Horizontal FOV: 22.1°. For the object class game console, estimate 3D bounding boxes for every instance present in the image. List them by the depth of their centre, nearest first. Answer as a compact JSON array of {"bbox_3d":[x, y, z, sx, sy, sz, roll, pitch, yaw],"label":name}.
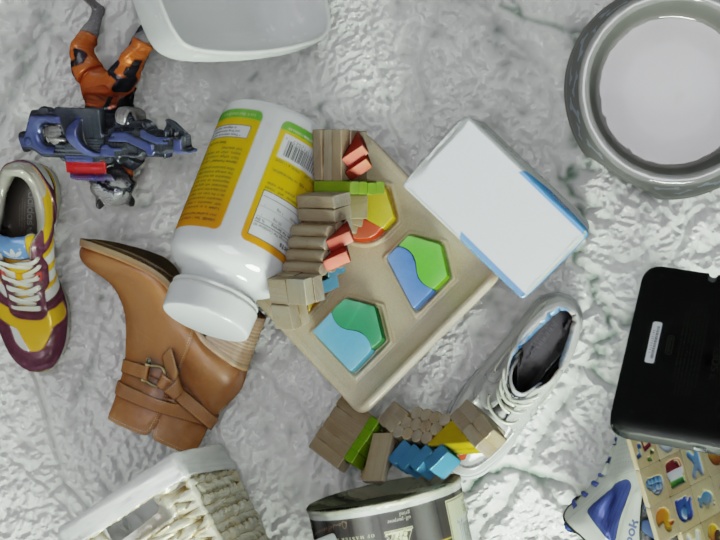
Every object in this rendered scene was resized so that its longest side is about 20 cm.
[{"bbox_3d":[0.317,0.113,1.617,0.175,0.201,0.117,9,136,13],"label":"game console"}]

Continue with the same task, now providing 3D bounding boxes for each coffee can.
[{"bbox_3d":[0.041,0.298,1.670,0.145,0.146,0.201,-12,90,6],"label":"coffee can"}]

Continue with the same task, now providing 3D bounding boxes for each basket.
[{"bbox_3d":[-0.166,0.244,1.656,0.135,0.200,0.124,-33,84,5],"label":"basket"}]

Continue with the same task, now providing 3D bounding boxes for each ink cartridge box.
[{"bbox_3d":[0.124,-0.058,1.626,0.144,0.200,0.085,44,99,3],"label":"ink cartridge box"}]

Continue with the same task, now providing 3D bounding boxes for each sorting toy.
[{"bbox_3d":[0.000,0.000,1.691,0.185,0.036,0.200,-45,70,5],"label":"sorting toy"}]

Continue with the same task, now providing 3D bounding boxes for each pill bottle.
[{"bbox_3d":[-0.106,-0.043,1.660,0.110,0.111,0.201,19,72,4],"label":"pill bottle"}]

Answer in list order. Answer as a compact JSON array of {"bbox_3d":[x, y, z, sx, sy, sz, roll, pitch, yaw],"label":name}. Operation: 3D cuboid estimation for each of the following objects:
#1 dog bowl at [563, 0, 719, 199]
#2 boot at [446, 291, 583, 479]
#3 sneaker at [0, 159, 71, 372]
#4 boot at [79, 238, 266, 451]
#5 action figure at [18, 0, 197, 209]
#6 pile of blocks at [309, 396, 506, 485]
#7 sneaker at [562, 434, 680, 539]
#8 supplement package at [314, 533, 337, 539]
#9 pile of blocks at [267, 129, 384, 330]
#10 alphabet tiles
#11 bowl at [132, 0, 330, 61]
[{"bbox_3d":[0.285,-0.165,1.677,0.199,0.059,0.201,0,91,5],"label":"dog bowl"},{"bbox_3d":[0.134,0.107,1.680,0.073,0.096,0.201,31,94,4],"label":"boot"},{"bbox_3d":[-0.317,-0.003,1.722,0.074,0.090,0.201,-5,91,5],"label":"sneaker"},{"bbox_3d":[-0.203,0.070,1.725,0.199,0.074,0.155,29,98,7],"label":"boot"},{"bbox_3d":[-0.211,-0.150,1.705,0.199,0.104,0.195,13,99,30],"label":"action figure"},{"bbox_3d":[0.050,0.165,1.672,0.199,0.062,0.083,-1,63,39],"label":"pile of blocks"},{"bbox_3d":[0.238,0.196,1.674,0.115,0.080,0.201,-13,69,34],"label":"sneaker"},{"bbox_3d":[-0.093,0.333,1.603,0.200,0.109,0.114,-36,78,28],"label":"supplement package"},{"bbox_3d":[-0.017,-0.036,1.629,0.062,0.082,0.201,3,71,43],"label":"pile of blocks"},{"bbox_3d":[0.294,0.157,1.648,0.006,0.166,0.201,-16,90,44],"label":"alphabet tiles"},{"bbox_3d":[-0.136,-0.276,1.661,0.075,0.199,0.201,-28,77,47],"label":"bowl"}]
